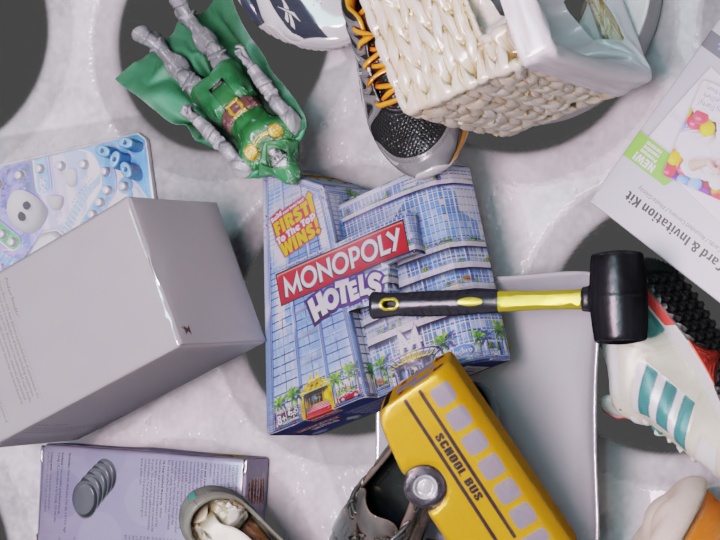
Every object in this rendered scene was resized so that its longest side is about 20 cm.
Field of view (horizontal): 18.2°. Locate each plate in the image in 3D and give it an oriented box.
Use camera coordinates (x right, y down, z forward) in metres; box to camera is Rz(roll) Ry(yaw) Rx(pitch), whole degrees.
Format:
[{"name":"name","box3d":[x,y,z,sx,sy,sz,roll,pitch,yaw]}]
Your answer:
[{"name":"plate","box3d":[0.097,0.104,1.649,0.199,0.032,0.201,-3,86,37]}]

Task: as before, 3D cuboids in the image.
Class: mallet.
[{"name":"mallet","box3d":[0.105,0.012,1.577,0.198,0.041,0.066,5,87,12]}]

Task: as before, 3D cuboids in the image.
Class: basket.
[{"name":"basket","box3d":[0.098,-0.174,1.563,0.123,0.200,0.137,-26,77,25]}]

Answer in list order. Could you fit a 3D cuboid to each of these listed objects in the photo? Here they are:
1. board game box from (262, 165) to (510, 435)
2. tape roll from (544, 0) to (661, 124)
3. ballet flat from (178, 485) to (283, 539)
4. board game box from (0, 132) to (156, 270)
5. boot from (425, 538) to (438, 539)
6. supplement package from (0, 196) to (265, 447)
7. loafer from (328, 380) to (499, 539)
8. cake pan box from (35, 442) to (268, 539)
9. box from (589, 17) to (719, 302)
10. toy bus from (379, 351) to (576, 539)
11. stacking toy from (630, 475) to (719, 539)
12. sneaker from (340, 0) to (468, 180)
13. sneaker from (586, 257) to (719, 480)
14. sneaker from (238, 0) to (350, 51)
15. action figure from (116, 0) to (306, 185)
[{"name":"board game box","box3d":[0.000,0.000,1.674,0.199,0.061,0.201,-24,72,37]},{"name":"tape roll","box3d":[0.127,-0.210,1.675,0.201,0.037,0.205,-2,85,21]},{"name":"ballet flat","box3d":[-0.060,0.241,1.672,0.200,0.064,0.067,44,84,-1]},{"name":"board game box","box3d":[-0.252,0.004,1.819,0.198,0.026,0.202,-11,83,21]},{"name":"boot","box3d":[0.069,0.254,1.636,0.199,0.076,0.074,17,136,23]},{"name":"supplement package","box3d":[-0.195,0.041,1.701,0.199,0.119,0.122,-27,76,28]},{"name":"loafer","box3d":[0.023,0.161,1.624,0.072,0.063,0.201,37,98,34]},{"name":"cake pan box","box3d":[-0.166,0.239,1.756,0.183,0.052,0.202,0,86,24]},{"name":"box","box3d":[0.283,-0.084,1.602,0.156,0.041,0.201,40,102,20]},{"name":"toy bus","box3d":[0.087,0.162,1.557,0.078,0.065,0.201,-34,94,6]},{"name":"stacking toy","box3d":[0.265,0.251,1.554,0.199,0.146,0.147,34,99,5]},{"name":"sneaker","box3d":[0.023,-0.161,1.637,0.078,0.077,0.201,-20,68,15]},{"name":"sneaker","box3d":[0.228,0.095,1.606,0.093,0.070,0.201,-39,73,32]},{"name":"sneaker","box3d":[-0.075,-0.257,1.703,0.079,0.130,0.199,-38,68,-8]},{"name":"action figure","box3d":[-0.101,-0.133,1.720,0.118,0.055,0.200,-44,57,5]}]
